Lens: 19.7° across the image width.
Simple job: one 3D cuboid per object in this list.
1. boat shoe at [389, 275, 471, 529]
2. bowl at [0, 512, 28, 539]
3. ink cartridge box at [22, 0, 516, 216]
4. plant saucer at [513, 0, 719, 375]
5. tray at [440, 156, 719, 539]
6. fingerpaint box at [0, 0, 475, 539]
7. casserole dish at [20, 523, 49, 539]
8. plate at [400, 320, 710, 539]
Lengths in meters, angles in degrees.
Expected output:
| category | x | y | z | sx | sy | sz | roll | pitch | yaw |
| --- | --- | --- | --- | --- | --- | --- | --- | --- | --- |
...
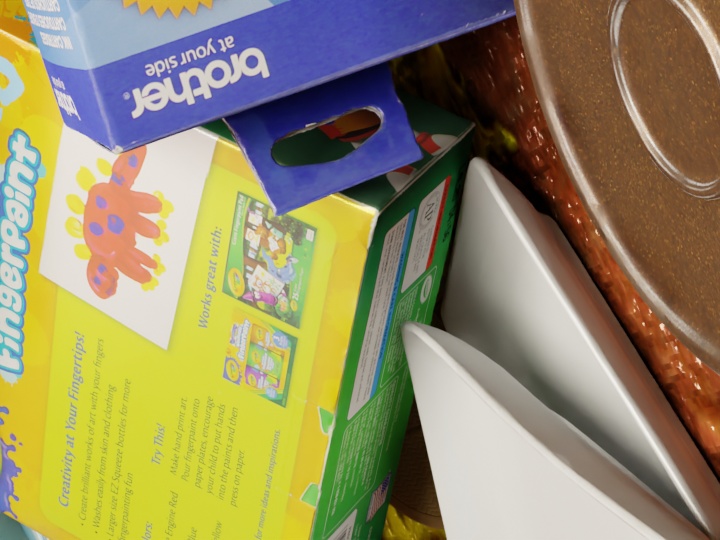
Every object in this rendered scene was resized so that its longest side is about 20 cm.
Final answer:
| category | x | y | z | sx | sy | sz | roll | pitch | yaw |
| --- | --- | --- | --- | --- | --- | --- | --- | --- | --- |
| boat shoe | 0.000 | 0.000 | 0.776 | 0.201 | 0.070 | 0.069 | 60 | -161 | -9 |
| bowl | -0.088 | 0.047 | 0.935 | 0.105 | 0.199 | 0.202 | -33 | -79 | -85 |
| ink cartridge box | -0.037 | -0.121 | 0.594 | 0.076 | 0.135 | 0.202 | -149 | 39 | -69 |
| plant saucer | 0.085 | -0.048 | 0.490 | 0.201 | 0.032 | 0.201 | 56 | 160 | 32 |
| tray | 0.084 | 0.065 | 0.651 | 0.201 | 0.022 | 0.108 | 60 | 163 | 25 |
| fingerpaint box | -0.063 | 0.012 | 0.720 | 0.166 | 0.073 | 0.201 | 25 | 128 | 19 |
| casserole dish | -0.087 | 0.091 | 0.866 | 0.201 | 0.120 | 0.039 | 64 | -178 | 0 |
| plate | 0.084 | 0.130 | 0.639 | 0.200 | 0.032 | 0.201 | 41 | 148 | 58 |
